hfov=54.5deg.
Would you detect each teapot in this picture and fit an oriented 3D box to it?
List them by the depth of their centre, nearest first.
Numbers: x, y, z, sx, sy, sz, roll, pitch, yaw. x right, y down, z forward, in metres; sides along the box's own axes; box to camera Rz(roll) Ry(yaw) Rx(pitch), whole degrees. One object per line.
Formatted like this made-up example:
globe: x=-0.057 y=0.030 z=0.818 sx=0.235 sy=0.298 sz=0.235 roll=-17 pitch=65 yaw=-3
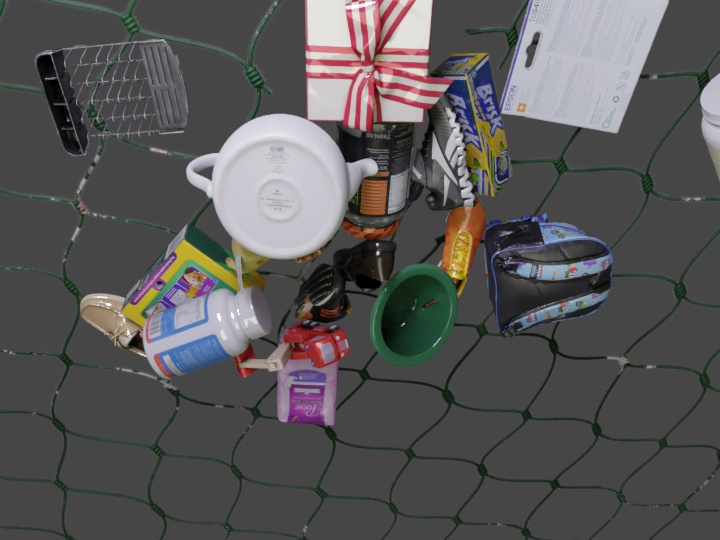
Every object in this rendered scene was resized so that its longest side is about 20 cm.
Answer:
teapot: x=-0.106 y=-0.124 z=0.941 sx=0.196 sy=0.147 sz=0.200 roll=-40 pitch=112 yaw=20

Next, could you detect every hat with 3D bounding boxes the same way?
hat: x=0.057 y=0.062 z=1.222 sx=0.162 sy=0.176 sz=0.205 roll=21 pitch=98 yaw=-27

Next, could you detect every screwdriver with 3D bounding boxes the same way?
screwdriver: x=0.065 y=-0.089 z=1.167 sx=0.029 sy=0.028 sz=0.203 roll=35 pitch=122 yaw=11

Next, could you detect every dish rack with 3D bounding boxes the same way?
dish rack: x=-0.353 y=-0.256 z=1.021 sx=0.193 sy=0.055 sz=0.157 roll=-5 pitch=126 yaw=1

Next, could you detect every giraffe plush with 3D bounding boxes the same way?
giraffe plush: x=-0.123 y=-0.075 z=1.102 sx=0.158 sy=0.171 sz=0.207 roll=-6 pitch=97 yaw=-26

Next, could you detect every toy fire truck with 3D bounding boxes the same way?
toy fire truck: x=-0.122 y=0.136 z=1.176 sx=0.139 sy=0.198 sz=0.050 roll=-27 pitch=107 yaw=-31

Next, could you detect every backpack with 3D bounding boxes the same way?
backpack: x=0.311 y=-0.003 z=1.167 sx=0.194 sy=0.136 sz=0.187 roll=-10 pitch=125 yaw=6

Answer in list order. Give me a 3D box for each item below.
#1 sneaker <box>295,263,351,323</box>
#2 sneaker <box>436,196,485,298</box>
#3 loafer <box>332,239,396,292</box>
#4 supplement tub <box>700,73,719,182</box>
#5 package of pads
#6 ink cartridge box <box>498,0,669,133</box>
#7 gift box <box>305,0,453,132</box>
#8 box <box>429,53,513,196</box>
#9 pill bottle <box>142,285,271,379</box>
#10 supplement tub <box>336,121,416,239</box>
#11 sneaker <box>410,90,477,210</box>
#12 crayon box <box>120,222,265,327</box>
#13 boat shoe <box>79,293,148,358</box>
sneaker: x=-0.046 y=0.044 z=1.192 sx=0.088 sy=0.072 sz=0.200 roll=15 pitch=159 yaw=-18
sneaker: x=0.171 y=-0.030 z=1.181 sx=0.070 sy=0.078 sz=0.205 roll=5 pitch=123 yaw=-4
loafer: x=0.000 y=0.000 z=1.140 sx=0.071 sy=0.074 sz=0.200 roll=4 pitch=170 yaw=-16
supplement tub: x=0.596 y=-0.193 z=1.039 sx=0.143 sy=0.147 sz=0.201 roll=-28 pitch=122 yaw=17
package of pads: x=-0.100 y=0.200 z=1.330 sx=0.116 sy=0.077 sz=0.205 roll=4 pitch=125 yaw=-2
ink cartridge box: x=0.313 y=-0.312 z=1.011 sx=0.193 sy=0.041 sz=0.204 roll=8 pitch=124 yaw=-7
gift box: x=0.021 y=-0.306 z=0.917 sx=0.193 sy=0.189 sz=0.189 roll=-3 pitch=126 yaw=2
box: x=0.169 y=-0.216 z=1.044 sx=0.069 sy=0.064 sz=0.204 roll=14 pitch=138 yaw=41
pill bottle: x=-0.251 y=0.098 z=1.162 sx=0.195 sy=0.114 sz=0.114 roll=-19 pitch=124 yaw=10
supplement tub: x=0.020 y=-0.159 z=1.058 sx=0.118 sy=0.124 sz=0.205 roll=2 pitch=125 yaw=-3
sneaker: x=0.111 y=-0.166 z=1.013 sx=0.088 sy=0.067 sz=0.204 roll=-17 pitch=127 yaw=3
crayon box: x=-0.292 y=0.044 z=1.227 sx=0.171 sy=0.059 sz=0.199 roll=37 pitch=115 yaw=-25
boat shoe: x=-0.414 y=0.108 z=1.261 sx=0.196 sy=0.067 sz=0.075 roll=25 pitch=121 yaw=-18
